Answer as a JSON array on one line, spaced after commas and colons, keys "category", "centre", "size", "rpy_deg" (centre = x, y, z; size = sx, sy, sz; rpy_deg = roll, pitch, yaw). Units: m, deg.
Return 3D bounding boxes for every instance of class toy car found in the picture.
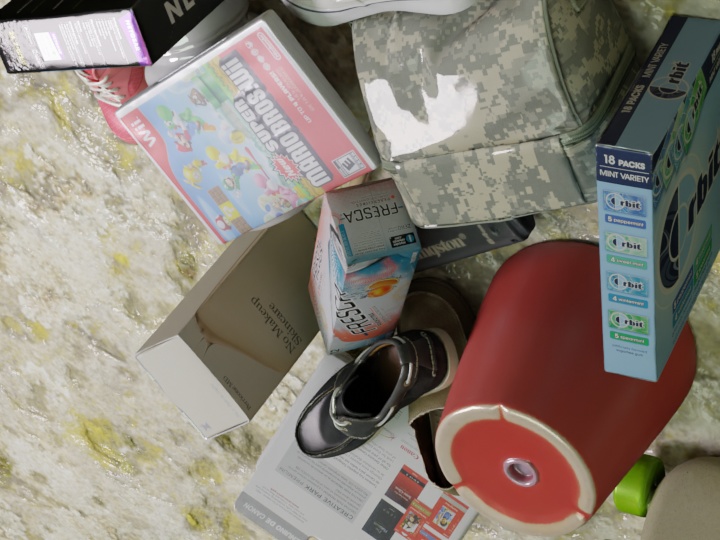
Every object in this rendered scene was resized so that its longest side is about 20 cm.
[{"category": "toy car", "centre": [0.317, 0.266, 1.451], "size": [0.163, 0.159, 0.200], "rpy_deg": [10, 161, 32]}]

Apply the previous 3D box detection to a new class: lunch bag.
[{"category": "lunch bag", "centre": [0.102, -0.140, 1.198], "size": [0.199, 0.140, 0.168], "rpy_deg": [-5, 127, 38]}]

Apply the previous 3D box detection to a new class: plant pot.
[{"category": "plant pot", "centre": [0.161, 0.108, 1.352], "size": [0.199, 0.178, 0.202], "rpy_deg": [18, 135, 19]}]

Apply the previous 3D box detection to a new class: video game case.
[{"category": "video game case", "centre": [-0.091, -0.107, 1.283], "size": [0.199, 0.017, 0.143], "rpy_deg": [-23, 112, 45]}]

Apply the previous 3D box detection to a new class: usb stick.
[{"category": "usb stick", "centre": [0.062, -0.028, 1.406], "size": [0.199, 0.033, 0.056], "rpy_deg": [-17, 115, 43]}]

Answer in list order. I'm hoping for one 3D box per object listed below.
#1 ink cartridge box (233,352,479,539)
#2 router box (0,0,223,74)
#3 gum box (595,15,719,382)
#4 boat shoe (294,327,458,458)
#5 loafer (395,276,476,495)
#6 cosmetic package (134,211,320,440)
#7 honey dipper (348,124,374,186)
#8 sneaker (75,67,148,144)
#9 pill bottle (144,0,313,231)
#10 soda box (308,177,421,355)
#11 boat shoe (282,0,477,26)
[{"category": "ink cartridge box", "centre": [0.008, 0.201, 1.539], "size": [0.199, 0.176, 0.084], "rpy_deg": [34, -177, 4]}, {"category": "router box", "centre": [-0.172, -0.223, 1.268], "size": [0.148, 0.200, 0.051], "rpy_deg": [2, 126, 33]}, {"category": "gum box", "centre": [0.218, -0.052, 1.174], "size": [0.044, 0.170, 0.201], "rpy_deg": [11, 132, 25]}, {"category": "boat shoe", "centre": [-0.002, 0.109, 1.426], "size": [0.200, 0.067, 0.072], "rpy_deg": [-38, 72, 41]}, {"category": "loafer", "centre": [0.075, 0.105, 1.445], "size": [0.075, 0.067, 0.202], "rpy_deg": [-14, 93, 20]}, {"category": "cosmetic package", "centre": [-0.099, 0.042, 1.455], "size": [0.073, 0.200, 0.104], "rpy_deg": [-25, 112, 44]}, {"category": "honey dipper", "centre": [0.007, -0.103, 1.376], "size": [0.038, 0.038, 0.201], "rpy_deg": [31, 140, 7]}, {"category": "sneaker", "centre": [-0.226, -0.186, 1.425], "size": [0.073, 0.087, 0.201], "rpy_deg": [16, 134, 24]}, {"category": "pill bottle", "centre": [-0.111, -0.144, 1.363], "size": [0.113, 0.114, 0.201], "rpy_deg": [-1, 125, 35]}, {"category": "soda box", "centre": [0.000, 0.000, 1.342], "size": [0.200, 0.063, 0.069], "rpy_deg": [102, 152, -66]}, {"category": "boat shoe", "centre": [0.004, -0.220, 1.171], "size": [0.199, 0.072, 0.066], "rpy_deg": [13, 158, 47]}]
